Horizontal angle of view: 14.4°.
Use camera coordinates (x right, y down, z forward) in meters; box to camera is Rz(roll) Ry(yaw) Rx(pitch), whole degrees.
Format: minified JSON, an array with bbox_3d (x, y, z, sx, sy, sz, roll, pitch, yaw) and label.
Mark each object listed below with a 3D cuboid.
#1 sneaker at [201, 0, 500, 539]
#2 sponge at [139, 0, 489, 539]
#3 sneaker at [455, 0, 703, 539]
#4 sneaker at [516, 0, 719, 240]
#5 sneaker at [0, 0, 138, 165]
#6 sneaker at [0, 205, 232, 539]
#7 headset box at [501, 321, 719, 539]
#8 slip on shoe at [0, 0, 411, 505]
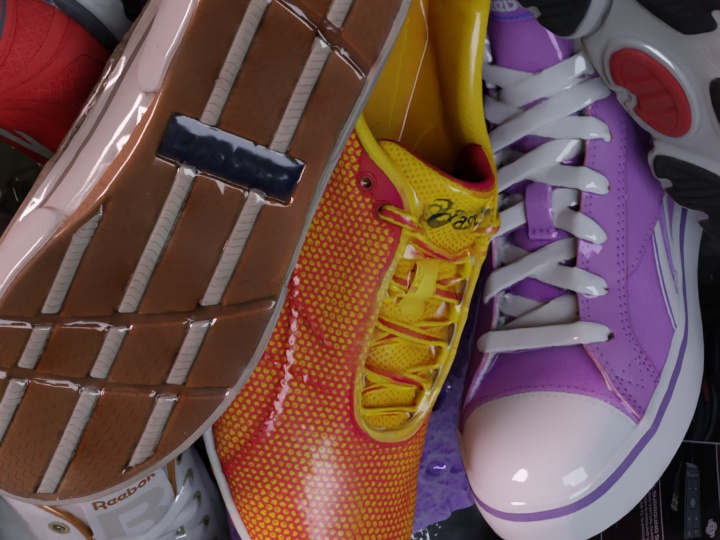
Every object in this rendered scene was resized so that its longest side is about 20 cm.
[{"bbox_3d":[0.000,0.000,0.790,0.073,0.077,0.201,-4,100,-38],"label":"sneaker"},{"bbox_3d":[-0.003,-0.017,0.852,0.111,0.030,0.200,-19,109,-35],"label":"sponge"},{"bbox_3d":[0.052,-0.027,0.824,0.114,0.073,0.201,52,42,-43],"label":"sneaker"},{"bbox_3d":[0.093,-0.091,0.783,0.200,0.080,0.084,56,43,-36],"label":"sneaker"},{"bbox_3d":[-0.130,-0.058,0.749,0.200,0.077,0.085,32,64,-45],"label":"sneaker"},{"bbox_3d":[-0.076,0.075,0.845,0.073,0.085,0.200,-36,118,-10],"label":"sneaker"},{"bbox_3d":[0.155,0.073,0.871,0.148,0.200,0.075,15,60,-25],"label":"headset box"},{"bbox_3d":[-0.048,-0.027,0.759,0.076,0.061,0.200,22,111,-13],"label":"slip on shoe"}]
